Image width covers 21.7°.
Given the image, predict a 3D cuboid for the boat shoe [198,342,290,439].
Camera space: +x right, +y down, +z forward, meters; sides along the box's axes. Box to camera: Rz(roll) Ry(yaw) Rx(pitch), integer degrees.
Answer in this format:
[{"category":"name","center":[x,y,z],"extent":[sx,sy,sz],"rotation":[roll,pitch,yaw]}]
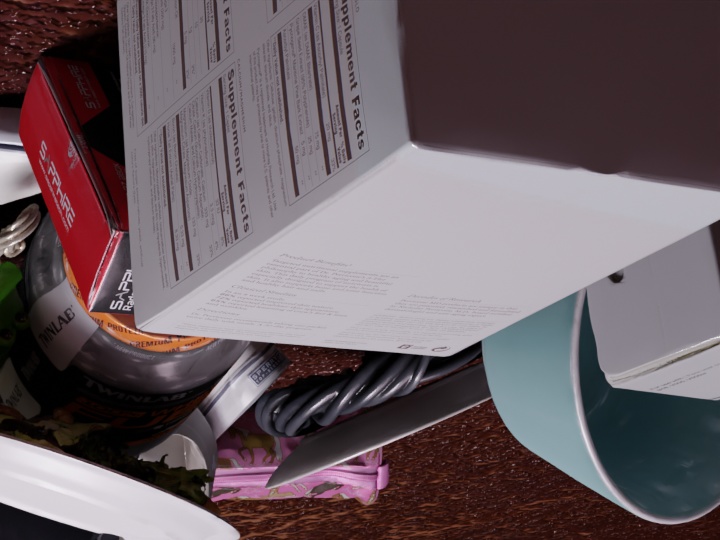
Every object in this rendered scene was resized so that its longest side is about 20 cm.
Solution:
[{"category":"boat shoe","center":[-0.115,0.086,1.275],"extent":[0.072,0.066,0.200],"rotation":[-45,180,-31]}]

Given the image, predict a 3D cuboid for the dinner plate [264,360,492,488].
[{"category":"dinner plate","center":[0.026,0.095,1.236],"extent":[0.200,0.024,0.200],"rotation":[-23,176,-2]}]

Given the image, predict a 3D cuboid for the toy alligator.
[{"category":"toy alligator","center":[-0.190,0.024,0.932],"extent":[0.054,0.059,0.200],"rotation":[47,142,-12]}]

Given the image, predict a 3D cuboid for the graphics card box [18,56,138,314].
[{"category":"graphics card box","center":[-0.043,-0.032,0.850],"extent":[0.200,0.125,0.051],"rotation":[4,128,-31]}]

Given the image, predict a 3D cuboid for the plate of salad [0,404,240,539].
[{"category":"plate of salad","center":[-0.154,0.098,0.968],"extent":[0.200,0.048,0.200],"rotation":[17,165,5]}]

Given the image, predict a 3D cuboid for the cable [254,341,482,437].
[{"category":"cable","center":[0.011,0.059,1.197],"extent":[0.163,0.051,0.200],"rotation":[-23,177,-12]}]

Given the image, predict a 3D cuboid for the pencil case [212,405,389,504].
[{"category":"pencil case","center":[-0.080,0.142,1.430],"extent":[0.200,0.087,0.083],"rotation":[-1,151,-23]}]

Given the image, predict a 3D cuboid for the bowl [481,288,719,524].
[{"category":"bowl","center":[0.145,0.039,1.074],"extent":[0.105,0.201,0.201],"rotation":[2,173,45]}]

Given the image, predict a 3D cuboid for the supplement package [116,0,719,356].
[{"category":"supplement package","center":[0.020,-0.070,0.717],"extent":[0.152,0.151,0.200],"rotation":[6,158,-32]}]

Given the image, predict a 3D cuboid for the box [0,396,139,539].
[{"category":"box","center":[-0.251,0.146,1.170],"extent":[0.200,0.104,0.148],"rotation":[21,143,2]}]

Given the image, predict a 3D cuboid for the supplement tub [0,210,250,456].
[{"category":"supplement tub","center":[-0.122,0.021,0.989],"extent":[0.122,0.123,0.200],"rotation":[0,161,-18]}]

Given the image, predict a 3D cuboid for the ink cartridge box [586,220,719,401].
[{"category":"ink cartridge box","center":[0.209,-0.009,0.976],"extent":[0.200,0.147,0.083],"rotation":[8,155,-40]}]

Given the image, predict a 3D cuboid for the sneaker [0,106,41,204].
[{"category":"sneaker","center":[-0.224,-0.025,0.894],"extent":[0.200,0.071,0.073],"rotation":[-12,161,12]}]

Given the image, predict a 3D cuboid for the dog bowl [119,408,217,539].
[{"category":"dog bowl","center":[-0.185,0.117,1.237],"extent":[0.200,0.059,0.200],"rotation":[14,143,11]}]
